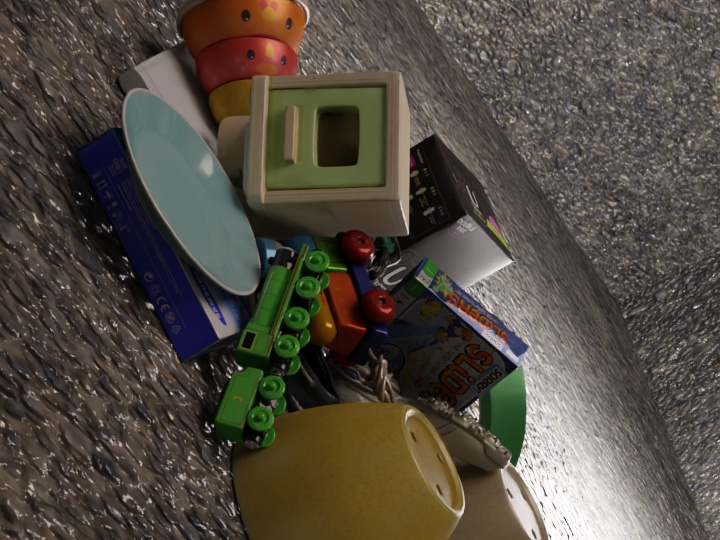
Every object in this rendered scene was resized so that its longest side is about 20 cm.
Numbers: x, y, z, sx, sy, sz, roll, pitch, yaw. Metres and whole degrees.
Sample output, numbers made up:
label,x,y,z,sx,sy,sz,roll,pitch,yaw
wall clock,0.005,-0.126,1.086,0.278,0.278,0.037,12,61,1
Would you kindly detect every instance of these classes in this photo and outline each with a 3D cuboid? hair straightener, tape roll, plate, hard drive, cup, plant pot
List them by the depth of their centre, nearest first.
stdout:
label,x,y,z,sx,sy,sz,roll,pitch,yaw
plant pot,0.005,0.193,1.144,0.201,0.141,0.201,53,18,-25
plate,-0.151,-0.063,1.155,0.201,0.025,0.201,55,15,-23
cup,0.102,0.263,1.332,0.201,0.142,0.201,53,17,-23
hard drive,-0.180,-0.165,1.402,0.133,0.026,0.200,58,15,-11
hair straightener,0.000,0.000,1.420,0.077,0.041,0.201,57,27,-17
tape roll,0.126,0.149,1.550,0.047,0.202,0.202,-2,51,-21

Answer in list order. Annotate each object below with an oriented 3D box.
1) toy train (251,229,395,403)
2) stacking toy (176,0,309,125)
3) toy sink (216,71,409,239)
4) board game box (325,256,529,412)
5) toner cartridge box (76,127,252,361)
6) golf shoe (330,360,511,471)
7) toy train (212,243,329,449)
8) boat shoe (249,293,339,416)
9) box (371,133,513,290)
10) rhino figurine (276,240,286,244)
label,x,y,z,sx,sy,sz,roll,pitch,yaw
toy train,-0.032,0.053,1.219,0.114,0.085,0.202,5,49,-31
stacking toy,-0.115,-0.191,1.421,0.146,0.144,0.203,26,53,-64
toy sink,-0.054,-0.109,1.293,0.112,0.197,0.132,65,25,-72
board game box,0.058,0.089,1.345,0.135,0.200,0.035,39,46,-4
toner cartridge box,-0.166,-0.025,1.167,0.202,0.043,0.095,62,16,4
golf shoe,0.048,0.161,1.305,0.198,0.098,0.078,26,-2,15
toy train,-0.075,0.060,1.144,0.042,0.056,0.202,92,13,-56
boat shoe,-0.063,0.066,1.301,0.075,0.062,0.201,41,23,-36
box,0.054,-0.038,1.601,0.148,0.198,0.125,39,26,-54
rhino figurine,-0.052,-0.011,1.441,0.201,0.060,0.087,53,15,7
